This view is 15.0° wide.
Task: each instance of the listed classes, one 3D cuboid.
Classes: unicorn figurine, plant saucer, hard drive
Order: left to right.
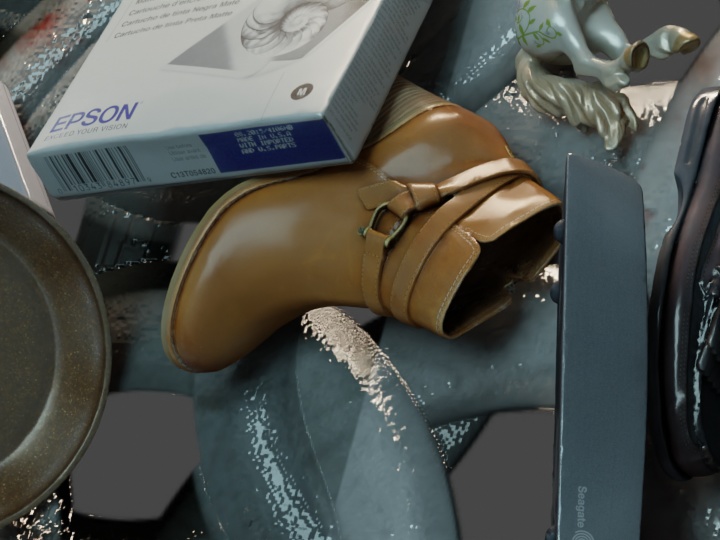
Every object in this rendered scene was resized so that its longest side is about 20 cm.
[{"bbox_3d":[-0.234,0.045,1.468,0.201,0.200,0.037,-59,12,-7],"label":"plant saucer"},{"bbox_3d":[0.105,0.063,1.236,0.042,0.135,0.201,2,64,3],"label":"hard drive"},{"bbox_3d":[0.124,-0.170,1.384,0.137,0.074,0.200,24,86,52],"label":"unicorn figurine"}]

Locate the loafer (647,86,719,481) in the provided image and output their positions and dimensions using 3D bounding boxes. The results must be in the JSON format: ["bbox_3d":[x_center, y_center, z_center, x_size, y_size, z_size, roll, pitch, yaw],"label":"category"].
[{"bbox_3d":[0.175,0.001,1.260,0.063,0.072,0.201,-4,60,28],"label":"loafer"}]

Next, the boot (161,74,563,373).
[{"bbox_3d":[0.000,0.000,1.376,0.200,0.074,0.155,-49,46,0],"label":"boot"}]

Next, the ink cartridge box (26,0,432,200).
[{"bbox_3d":[-0.057,-0.126,1.466,0.199,0.041,0.200,-6,40,33],"label":"ink cartridge box"}]

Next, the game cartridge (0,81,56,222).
[{"bbox_3d":[-0.268,-0.009,1.598,0.200,0.041,0.133,-36,46,14],"label":"game cartridge"}]
